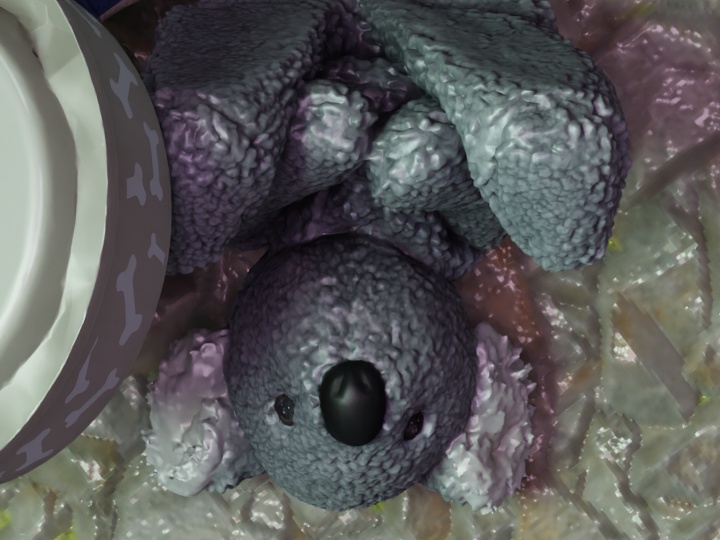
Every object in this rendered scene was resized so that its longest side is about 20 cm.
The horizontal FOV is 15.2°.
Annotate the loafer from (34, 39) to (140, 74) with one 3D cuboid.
[{"bbox_3d":[-0.143,-0.033,1.012,0.200,0.063,0.072,-32,60,36],"label":"loafer"}]

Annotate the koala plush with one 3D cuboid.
[{"bbox_3d":[0.000,0.000,0.997,0.176,0.184,0.201,-1,115,-4],"label":"koala plush"}]

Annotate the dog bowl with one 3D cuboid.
[{"bbox_3d":[-0.149,-0.016,0.890,0.199,0.059,0.201,-5,80,30],"label":"dog bowl"}]

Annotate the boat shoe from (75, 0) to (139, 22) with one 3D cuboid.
[{"bbox_3d":[-0.083,-0.141,1.019,0.199,0.072,0.072,-26,113,10],"label":"boat shoe"}]
